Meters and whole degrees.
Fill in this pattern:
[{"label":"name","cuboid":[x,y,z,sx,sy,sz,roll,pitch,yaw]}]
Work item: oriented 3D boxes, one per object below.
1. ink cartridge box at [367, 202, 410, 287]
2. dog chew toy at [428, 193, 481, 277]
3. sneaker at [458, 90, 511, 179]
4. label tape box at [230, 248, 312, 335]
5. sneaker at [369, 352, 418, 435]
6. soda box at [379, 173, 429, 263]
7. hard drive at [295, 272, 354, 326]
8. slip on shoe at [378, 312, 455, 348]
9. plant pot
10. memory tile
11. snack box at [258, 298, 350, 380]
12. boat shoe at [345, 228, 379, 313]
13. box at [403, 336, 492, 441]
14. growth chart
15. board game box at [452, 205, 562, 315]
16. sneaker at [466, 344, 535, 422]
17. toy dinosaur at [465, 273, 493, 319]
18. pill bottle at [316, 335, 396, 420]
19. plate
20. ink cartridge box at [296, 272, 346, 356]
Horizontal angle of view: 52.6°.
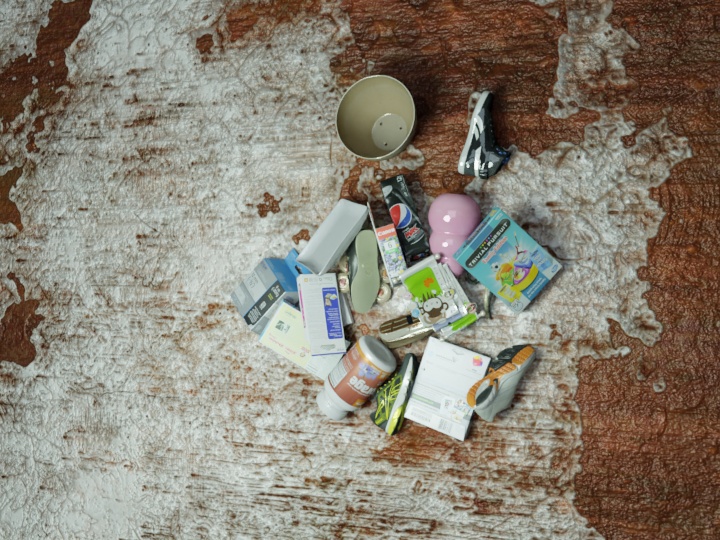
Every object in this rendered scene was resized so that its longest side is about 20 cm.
[{"label":"ink cartridge box","cuboid":[0.068,-0.065,1.733,0.050,0.109,0.203,-16,84,2]},{"label":"dog chew toy","cuboid":[0.216,-0.077,1.706,0.123,0.124,0.203,6,94,19]},{"label":"sneaker","cuboid":[0.312,-0.314,1.726,0.111,0.073,0.203,19,98,17]},{"label":"label tape box","cuboid":[-0.223,0.045,1.843,0.200,0.066,0.144,-48,48,10]},{"label":"sneaker","cuboid":[0.077,0.287,1.734,0.084,0.074,0.202,18,90,20]},{"label":"soda box","cuboid":[0.107,-0.125,1.756,0.063,0.071,0.202,-19,73,1]},{"label":"hard drive","cuboid":[-0.126,0.103,1.850,0.198,0.025,0.134,-22,77,16]},{"label":"slip on shoe","cuboid":[0.143,0.136,1.739,0.198,0.076,0.061,-19,120,6]},{"label":"plant pot","cuboid":[0.054,-0.355,1.780,0.198,0.134,0.203,-2,83,19]},{"label":"memory tile","cuboid":[0.024,-0.030,1.802,0.151,0.017,0.203,15,87,9]},{"label":"snack box","cuboid":[-0.137,0.171,1.790,0.199,0.037,0.117,32,95,-13]},{"label":"boat shoe","cuboid":[0.003,0.000,1.767,0.073,0.063,0.204,-3,98,-26]},{"label":"box","cuboid":[0.205,0.275,1.710,0.154,0.041,0.203,18,91,19]},{"label":"growth chart","cuboid":[0.176,0.065,1.673,0.144,0.018,0.201,-37,97,1]},{"label":"board game box","cuboid":[0.331,-0.021,1.647,0.199,0.047,0.151,39,98,-12]},{"label":"sneaker","cuboid":[0.329,0.257,1.661,0.200,0.092,0.076,-43,32,-8]},{"label":"toy dinosaur","cuboid":[0.294,0.004,1.706,0.087,0.047,0.203,17,93,9]},{"label":"pill bottle","cuboid":[-0.014,0.261,1.743,0.112,0.112,0.200,46,109,17]},{"label":"plate","cuboid":[-0.065,-0.079,1.775,0.032,0.199,0.201,37,86,-23]},{"label":"ink cartridge box","cuboid":[-0.094,0.107,1.759,0.094,0.037,0.203,-2,73,-26]}]
